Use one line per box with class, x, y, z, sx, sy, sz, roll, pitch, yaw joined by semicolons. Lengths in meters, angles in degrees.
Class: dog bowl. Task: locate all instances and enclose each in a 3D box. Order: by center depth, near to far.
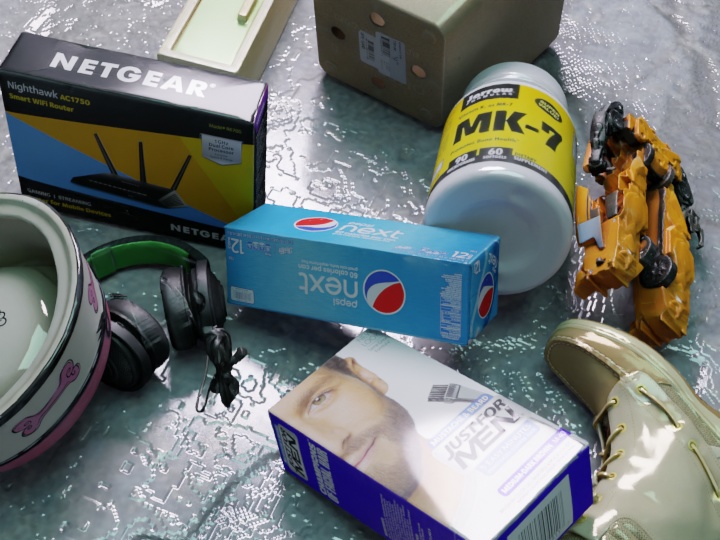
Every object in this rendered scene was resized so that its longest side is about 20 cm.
dog bowl;-0.260;0.050;0.818;0.199;0.074;0.202;-12;55;18

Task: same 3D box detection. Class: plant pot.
plant pot;0.060;-0.255;1.070;0.199;0.200;0.177;29;65;17

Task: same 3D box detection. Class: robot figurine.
robot figurine;0.222;-0.044;0.967;0.145;0.058;0.201;40;42;-27

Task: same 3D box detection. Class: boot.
boot;0.175;0.136;0.839;0.155;0.073;0.200;-36;66;-27

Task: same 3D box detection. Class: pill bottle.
pill bottle;0.117;-0.082;0.960;0.113;0.115;0.201;11;37;3

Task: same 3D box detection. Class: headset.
headset;-0.149;0.031;0.872;0.123;0.094;0.200;-29;48;-25

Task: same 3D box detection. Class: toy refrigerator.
toy refrigerator;-0.117;-0.234;1.102;0.075;0.070;0.201;15;51;6

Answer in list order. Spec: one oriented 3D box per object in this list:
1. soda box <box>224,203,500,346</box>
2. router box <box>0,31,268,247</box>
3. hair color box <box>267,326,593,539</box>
soda box;0.000;0.000;0.884;0.198;0.065;0.068;10;23;24
router box;-0.174;-0.098;0.937;0.198;0.150;0.051;12;50;4
hair color box;0.044;0.124;0.800;0.199;0.065;0.109;25;51;40
